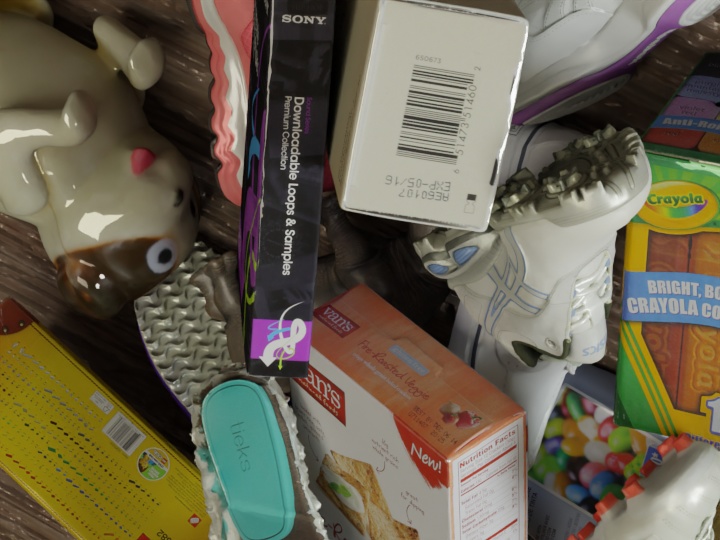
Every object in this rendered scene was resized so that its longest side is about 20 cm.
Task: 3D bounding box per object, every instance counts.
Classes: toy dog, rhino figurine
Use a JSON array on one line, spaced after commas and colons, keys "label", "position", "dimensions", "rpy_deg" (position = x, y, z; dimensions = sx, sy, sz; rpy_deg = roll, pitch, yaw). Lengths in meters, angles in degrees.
[{"label": "toy dog", "position": [-0.180, -0.064, 1.301], "dimensions": [0.200, 0.140, 0.194], "rpy_deg": [39, 129, 2]}, {"label": "rhino figurine", "position": [0.000, 0.000, 1.281], "dimensions": [0.199, 0.060, 0.088], "rpy_deg": [-27, 89, 20]}]

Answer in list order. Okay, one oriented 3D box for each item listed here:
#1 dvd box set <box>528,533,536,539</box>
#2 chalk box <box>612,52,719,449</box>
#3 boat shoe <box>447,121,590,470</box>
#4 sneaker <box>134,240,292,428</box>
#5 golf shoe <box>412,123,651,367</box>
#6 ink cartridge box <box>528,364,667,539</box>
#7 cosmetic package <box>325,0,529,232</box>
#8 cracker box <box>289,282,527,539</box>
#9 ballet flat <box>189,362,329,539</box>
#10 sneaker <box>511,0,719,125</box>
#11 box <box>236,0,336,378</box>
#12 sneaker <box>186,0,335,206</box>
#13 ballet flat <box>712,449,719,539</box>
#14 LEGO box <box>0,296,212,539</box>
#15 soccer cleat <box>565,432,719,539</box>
[{"label": "dvd box set", "position": [0.041, 0.205, 1.362], "dimensions": [0.146, 0.029, 0.201], "rpy_deg": [34, 136, 37]}, {"label": "chalk box", "position": [0.203, -0.024, 1.121], "dimensions": [0.124, 0.124, 0.202], "rpy_deg": [12, 122, 22]}, {"label": "boat shoe", "position": [0.092, 0.023, 1.210], "dimensions": [0.066, 0.073, 0.202], "rpy_deg": [13, 106, 36]}, {"label": "sneaker", "position": [-0.078, 0.080, 1.370], "dimensions": [0.201, 0.069, 0.100], "rpy_deg": [61, 165, 8]}, {"label": "golf shoe", "position": [0.101, -0.006, 1.096], "dimensions": [0.098, 0.078, 0.200], "rpy_deg": [57, 163, -1]}, {"label": "ink cartridge box", "position": [0.129, 0.114, 1.297], "dimensions": [0.199, 0.042, 0.120], "rpy_deg": [24, 126, 17]}, {"label": "cosmetic package", "position": [0.024, -0.101, 1.111], "dimensions": [0.072, 0.200, 0.104], "rpy_deg": [8, 107, -9]}, {"label": "cracker box", "position": [0.026, 0.124, 1.227], "dimensions": [0.134, 0.057, 0.201], "rpy_deg": [37, 144, 39]}, {"label": "ballet flat", "position": [-0.043, 0.148, 1.216], "dimensions": [0.071, 0.072, 0.202], "rpy_deg": [-12, 84, 33]}, {"label": "sneaker", "position": [0.113, -0.143, 1.150], "dimensions": [0.200, 0.075, 0.100], "rpy_deg": [-37, 77, 38]}, {"label": "box", "position": [-0.039, -0.068, 1.153], "dimensions": [0.036, 0.143, 0.202], "rpy_deg": [3, 115, -7]}, {"label": "sneaker", "position": [-0.040, -0.129, 1.241], "dimensions": [0.086, 0.074, 0.202], "rpy_deg": [1, 122, 13]}, {"label": "ballet flat", "position": [0.187, 0.130, 1.213], "dimensions": [0.063, 0.068, 0.201], "rpy_deg": [45, 127, 15]}, {"label": "LEGO box", "position": [-0.154, 0.119, 1.372], "dimensions": [0.200, 0.077, 0.149], "rpy_deg": [42, 171, 8]}, {"label": "soccer cleat", "position": [0.150, 0.140, 1.149], "dimensions": [0.078, 0.069, 0.200], "rpy_deg": [47, 157, 10]}]
